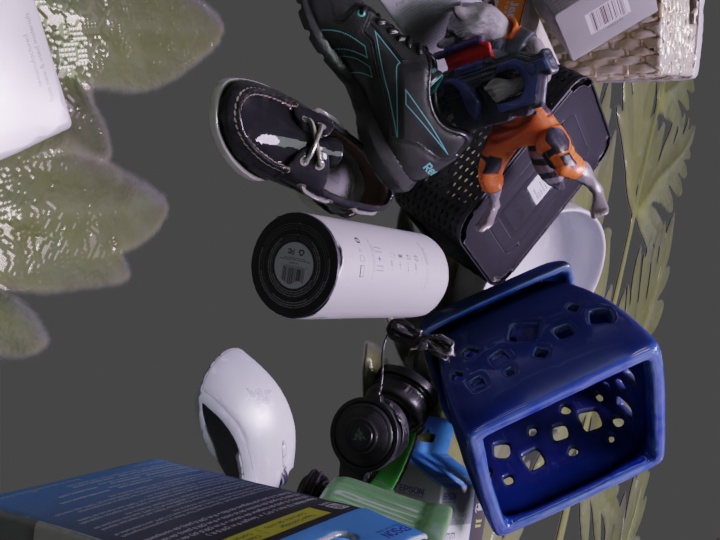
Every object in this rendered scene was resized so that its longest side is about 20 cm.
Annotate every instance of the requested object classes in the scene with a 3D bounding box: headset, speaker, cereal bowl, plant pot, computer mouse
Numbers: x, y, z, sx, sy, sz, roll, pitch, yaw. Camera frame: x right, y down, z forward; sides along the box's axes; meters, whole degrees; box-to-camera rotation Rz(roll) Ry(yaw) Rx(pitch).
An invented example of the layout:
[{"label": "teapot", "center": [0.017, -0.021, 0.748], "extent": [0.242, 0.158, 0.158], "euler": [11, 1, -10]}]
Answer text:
[{"label": "headset", "center": [0.036, 0.135, 0.807], "extent": [0.123, 0.094, 0.201], "euler": [-38, 138, -52]}, {"label": "speaker", "center": [0.000, 0.000, 0.734], "extent": [0.200, 0.081, 0.082], "euler": [4, 92, -61]}, {"label": "cereal bowl", "center": [0.182, 0.002, 1.021], "extent": [0.200, 0.083, 0.201], "euler": [-21, 130, -28]}, {"label": "plant pot", "center": [0.176, 0.117, 0.902], "extent": [0.180, 0.200, 0.200], "euler": [-117, -176, -47]}, {"label": "computer mouse", "center": [-0.070, 0.148, 0.673], "extent": [0.110, 0.044, 0.200], "euler": [-52, 138, -42]}]

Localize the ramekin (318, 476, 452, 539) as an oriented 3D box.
[{"label": "ramekin", "center": [-0.010, 0.259, 0.682], "extent": [0.200, 0.097, 0.201], "euler": [22, 90, -81]}]

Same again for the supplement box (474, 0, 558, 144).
[{"label": "supplement box", "center": [0.173, -0.205, 1.011], "extent": [0.200, 0.073, 0.126], "euler": [41, 60, -55]}]

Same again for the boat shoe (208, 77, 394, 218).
[{"label": "boat shoe", "center": [-0.038, -0.088, 0.671], "extent": [0.200, 0.060, 0.074], "euler": [35, 65, -57]}]

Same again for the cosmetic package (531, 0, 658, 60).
[{"label": "cosmetic package", "center": [0.215, -0.336, 0.939], "extent": [0.090, 0.107, 0.200], "euler": [41, 23, -54]}]

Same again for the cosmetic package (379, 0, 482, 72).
[{"label": "cosmetic package", "center": [0.046, -0.254, 0.743], "extent": [0.200, 0.074, 0.102], "euler": [39, 27, -58]}]

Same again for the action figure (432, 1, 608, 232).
[{"label": "action figure", "center": [0.107, -0.132, 0.746], "extent": [0.105, 0.200, 0.194], "euler": [-39, 119, -37]}]

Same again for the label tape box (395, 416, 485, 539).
[{"label": "label tape box", "center": [0.083, 0.259, 0.942], "extent": [0.143, 0.066, 0.201], "euler": [25, 75, -60]}]

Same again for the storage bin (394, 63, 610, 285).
[{"label": "storage bin", "center": [0.145, -0.103, 0.883], "extent": [0.200, 0.094, 0.135], "euler": [-50, 144, -4]}]

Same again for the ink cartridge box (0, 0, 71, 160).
[{"label": "ink cartridge box", "center": [-0.217, -0.048, 0.303], "extent": [0.200, 0.117, 0.068], "euler": [-43, 134, -49]}]

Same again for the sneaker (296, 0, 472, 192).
[{"label": "sneaker", "center": [0.017, -0.164, 0.691], "extent": [0.200, 0.079, 0.075], "euler": [63, 22, -9]}]

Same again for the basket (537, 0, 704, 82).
[{"label": "basket", "center": [0.316, -0.339, 1.127], "extent": [0.161, 0.200, 0.199], "euler": [-18, 110, -52]}]

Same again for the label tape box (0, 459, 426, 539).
[{"label": "label tape box", "center": [-0.086, 0.159, 0.472], "extent": [0.143, 0.199, 0.066], "euler": [3, 93, -60]}]
